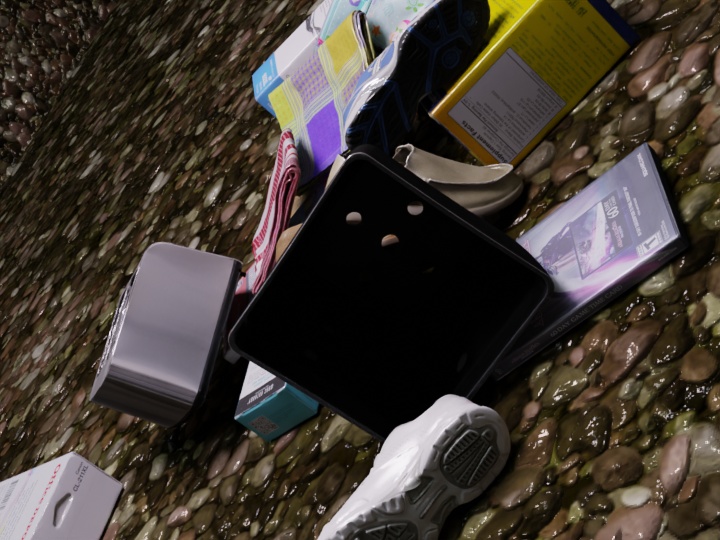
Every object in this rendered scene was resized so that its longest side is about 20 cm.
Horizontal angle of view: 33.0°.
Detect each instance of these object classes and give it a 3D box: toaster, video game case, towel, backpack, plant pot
[{"bbox_3d":[-0.221,0.082,1.366,0.181,0.118,0.202,140,146,-67],"label":"toaster"},{"bbox_3d":[0.181,-0.009,1.035,0.200,0.019,0.143,-38,28,24],"label":"video game case"},{"bbox_3d":[-0.037,-0.183,1.349,0.200,0.023,0.145,-33,65,49],"label":"towel"},{"bbox_3d":[-0.088,-0.004,1.356,0.200,0.017,0.143,-49,21,19],"label":"video game case"},{"bbox_3d":[0.051,-0.284,1.388,0.177,0.150,0.201,-36,-17,-49],"label":"backpack"},{"bbox_3d":[-0.093,-0.068,1.313,0.200,0.023,0.145,-107,31,-71],"label":"towel"},{"bbox_3d":[0.025,0.006,1.062,0.201,0.199,0.178,-55,10,17],"label":"plant pot"}]

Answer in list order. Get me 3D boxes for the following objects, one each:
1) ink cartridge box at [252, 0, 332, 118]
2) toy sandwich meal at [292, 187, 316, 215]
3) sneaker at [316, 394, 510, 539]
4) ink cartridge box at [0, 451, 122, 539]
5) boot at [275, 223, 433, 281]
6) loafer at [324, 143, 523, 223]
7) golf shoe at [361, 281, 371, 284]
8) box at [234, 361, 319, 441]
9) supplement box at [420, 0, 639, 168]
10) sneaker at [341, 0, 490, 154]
[{"bbox_3d":[-0.020,-0.260,1.564,0.200,0.145,0.084,-43,26,17],"label":"ink cartridge box"},{"bbox_3d":[-0.021,-0.122,1.478,0.205,0.070,0.206,-43,22,22],"label":"toy sandwich meal"},{"bbox_3d":[0.032,0.180,0.977,0.200,0.078,0.099,-42,18,-3],"label":"sneaker"},{"bbox_3d":[-0.395,0.321,1.476,0.199,0.083,0.146,-25,35,43],"label":"ink cartridge box"},{"bbox_3d":[0.011,-0.031,1.195,0.198,0.074,0.076,-14,57,2],"label":"boot"},{"bbox_3d":[0.060,-0.087,1.171,0.198,0.069,0.076,-6,19,-7],"label":"loafer"},{"bbox_3d":[0.000,0.000,1.276,0.200,0.078,0.094,-47,15,-9],"label":"golf shoe"},{"bbox_3d":[-0.072,0.079,1.302,0.082,0.049,0.201,-33,30,35],"label":"box"},{"bbox_3d":[0.162,-0.213,1.235,0.200,0.109,0.110,-46,25,11],"label":"supplement box"},{"bbox_3d":[0.046,-0.205,1.201,0.200,0.076,0.077,-47,29,10],"label":"sneaker"}]
